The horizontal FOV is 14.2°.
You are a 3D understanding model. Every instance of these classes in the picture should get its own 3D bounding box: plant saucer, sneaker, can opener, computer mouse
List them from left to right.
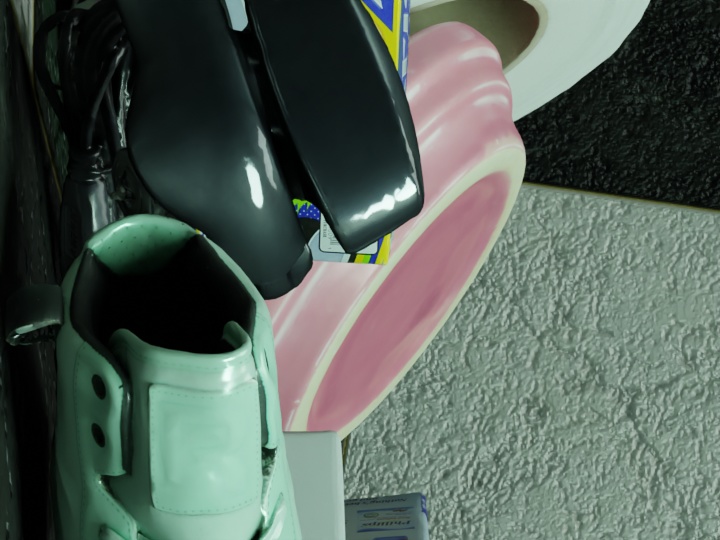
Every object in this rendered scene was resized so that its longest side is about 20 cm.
[{"bbox_3d":[-0.069,-0.058,0.907,0.200,0.044,0.110,-91,176,-67],"label":"computer mouse"},{"bbox_3d":[-0.053,-0.085,0.773,0.201,0.078,0.063,64,-13,14],"label":"can opener"},{"bbox_3d":[-0.043,0.081,0.705,0.119,0.073,0.201,94,-19,-51],"label":"sneaker"},{"bbox_3d":[0.000,0.000,1.105,0.201,0.051,0.201,-50,166,-17],"label":"plant saucer"}]

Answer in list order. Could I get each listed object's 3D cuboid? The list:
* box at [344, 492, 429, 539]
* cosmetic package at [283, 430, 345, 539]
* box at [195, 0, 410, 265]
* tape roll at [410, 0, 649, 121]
[{"bbox_3d":[-0.012,0.222,1.318,0.200,0.104,0.185,-88,173,-74],"label":"box"},{"bbox_3d":[-0.038,0.157,0.948,0.201,0.073,0.102,-95,-176,-48],"label":"cosmetic package"},{"bbox_3d":[-0.015,-0.107,0.887,0.070,0.064,0.201,-78,171,-69],"label":"box"},{"bbox_3d":[0.013,-0.112,1.146,0.203,0.201,0.071,83,-12,-70],"label":"tape roll"}]
